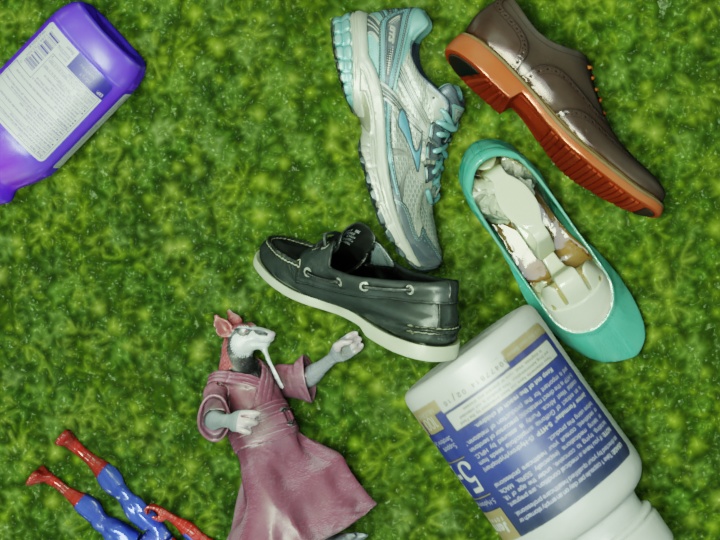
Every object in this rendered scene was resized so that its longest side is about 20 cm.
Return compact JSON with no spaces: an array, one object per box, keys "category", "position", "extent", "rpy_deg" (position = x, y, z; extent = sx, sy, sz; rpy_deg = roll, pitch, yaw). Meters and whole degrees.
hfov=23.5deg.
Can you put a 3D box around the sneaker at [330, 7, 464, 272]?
[{"category":"sneaker","position":[0.039,-0.100,1.279],"extent":[0.086,0.078,0.202],"rpy_deg":[-15,92,5]}]

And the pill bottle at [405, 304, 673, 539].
[{"category":"pill bottle","position":[0.134,0.138,1.260],"extent":[0.119,0.120,0.201],"rpy_deg":[-36,88,9]}]

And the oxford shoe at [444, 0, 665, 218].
[{"category":"oxford shoe","position":[0.157,-0.120,1.266],"extent":[0.200,0.071,0.073],"rpy_deg":[42,80,-6]}]

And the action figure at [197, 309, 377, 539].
[{"category":"action figure","position":[-0.069,0.125,1.316],"extent":[0.149,0.133,0.201],"rpy_deg":[-37,71,50]}]

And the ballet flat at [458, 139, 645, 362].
[{"category":"ballet flat","position":[0.137,-0.010,1.274],"extent":[0.067,0.070,0.201],"rpy_deg":[-37,89,8]}]

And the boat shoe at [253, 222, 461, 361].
[{"category":"boat shoe","position":[-0.002,0.000,1.256],"extent":[0.199,0.074,0.067],"rpy_deg":[30,116,45]}]

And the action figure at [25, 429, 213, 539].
[{"category":"action figure","position":[-0.168,0.208,1.345],"extent":[0.199,0.052,0.066],"rpy_deg":[38,94,1]}]

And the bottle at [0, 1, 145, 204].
[{"category":"bottle","position":[-0.256,-0.111,1.322],"extent":[0.200,0.065,0.084],"rpy_deg":[-45,87,9]}]
